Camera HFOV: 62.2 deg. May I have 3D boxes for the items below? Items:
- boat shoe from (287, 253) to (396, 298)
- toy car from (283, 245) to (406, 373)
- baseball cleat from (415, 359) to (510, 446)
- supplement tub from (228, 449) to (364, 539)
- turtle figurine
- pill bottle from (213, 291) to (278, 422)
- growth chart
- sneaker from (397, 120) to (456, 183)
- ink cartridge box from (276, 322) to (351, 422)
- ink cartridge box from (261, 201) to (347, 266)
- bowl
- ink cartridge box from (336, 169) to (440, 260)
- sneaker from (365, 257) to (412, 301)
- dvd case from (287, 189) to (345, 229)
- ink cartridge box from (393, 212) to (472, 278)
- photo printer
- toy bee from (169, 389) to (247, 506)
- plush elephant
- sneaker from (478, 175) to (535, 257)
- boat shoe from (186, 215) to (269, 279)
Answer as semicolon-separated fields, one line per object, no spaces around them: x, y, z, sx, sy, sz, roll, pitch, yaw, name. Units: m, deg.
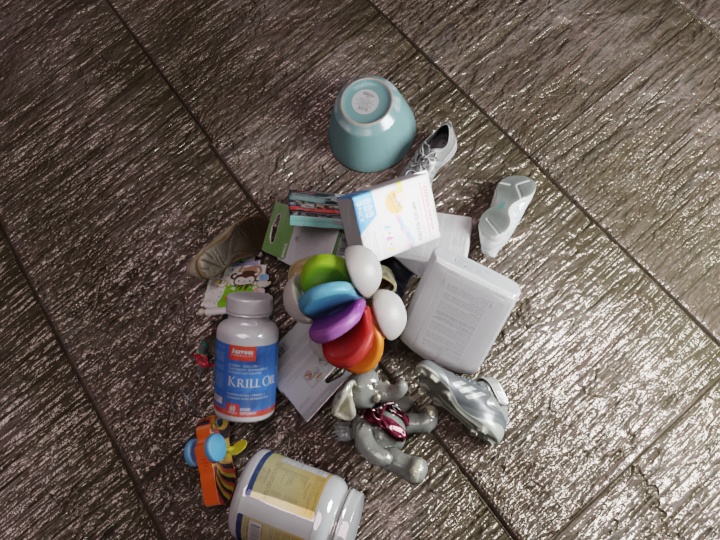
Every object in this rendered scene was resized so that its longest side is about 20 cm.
-0.032;0.013;1.049;0.192;0.063;0.076;1;99;-4;boat shoe
-0.030;0.075;0.950;0.171;0.203;0.151;-23;24;20;toy car
0.179;0.207;1.031;0.200;0.069;0.107;46;57;-11;baseball cleat
-0.102;0.395;0.979;0.194;0.145;0.149;15;72;13;supplement tub
-0.240;0.131;1.125;0.144;0.102;0.206;11;63;6;turtle figurine
-0.197;0.145;1.032;0.108;0.112;0.208;5;99;10;pill bottle
-0.242;0.023;1.155;0.140;0.018;0.202;-12;34;1;growth chart
0.124;-0.220;1.201;0.073;0.083;0.202;27;70;21;sneaker
-0.068;0.155;1.088;0.200;0.044;0.173;-46;50;-9;ink cartridge box
-0.101;-0.055;1.158;0.197;0.058;0.107;24;100;40;ink cartridge box
0.018;-0.322;1.250;0.193;0.105;0.208;-2;70;7;bowl
0.067;-0.098;1.042;0.195;0.067;0.119;-21;104;-25;ink cartridge box
0.000;0.000;1.147;0.197;0.077;0.150;20;71;13;sneaker
-0.067;-0.118;1.136;0.141;0.201;0.023;3;111;-10;dvd case
0.108;-0.053;1.129;0.193;0.051;0.163;7;40;13;ink cartridge box
0.164;0.080;1.043;0.162;0.205;0.070;24;31;6;photo printer
-0.255;0.302;1.066;0.127;0.108;0.208;5;100;24;toy bee
0.031;0.230;1.005;0.194;0.160;0.165;4;28;24;plush elephant
0.278;-0.109;1.156;0.069;0.082;0.201;25;56;23;sneaker
-0.260;-0.047;1.186;0.064;0.074;0.200;-8;27;45;boat shoe
